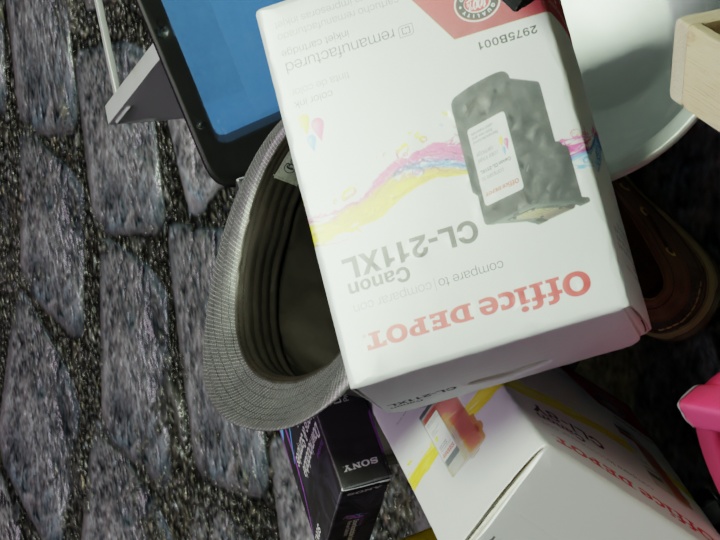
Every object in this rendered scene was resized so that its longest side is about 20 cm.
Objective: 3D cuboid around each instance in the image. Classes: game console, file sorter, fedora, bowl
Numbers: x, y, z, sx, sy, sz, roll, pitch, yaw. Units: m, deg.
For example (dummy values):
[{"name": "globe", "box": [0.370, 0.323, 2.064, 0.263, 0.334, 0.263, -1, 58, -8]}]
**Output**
[{"name": "game console", "box": [-0.027, -0.174, 1.473, 0.175, 0.116, 0.201, -18, 98, 37]}, {"name": "file sorter", "box": [-0.059, -0.180, 1.612, 0.139, 0.199, 0.125, -41, 59, 59]}, {"name": "fedora", "box": [0.000, 0.000, 1.396, 0.176, 0.090, 0.201, -8, 69, 51]}, {"name": "bowl", "box": [0.117, -0.133, 1.352, 0.200, 0.090, 0.202, -4, 80, 22]}]

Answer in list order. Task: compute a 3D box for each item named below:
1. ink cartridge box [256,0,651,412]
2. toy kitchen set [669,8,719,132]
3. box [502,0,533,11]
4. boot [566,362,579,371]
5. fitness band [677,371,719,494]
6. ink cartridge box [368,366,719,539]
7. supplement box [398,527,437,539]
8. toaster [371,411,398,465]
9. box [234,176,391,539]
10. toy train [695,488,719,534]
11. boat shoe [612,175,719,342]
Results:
[{"name": "ink cartridge box", "box": [0.047, -0.048, 1.264, 0.083, 0.145, 0.201, 41, -147, -74]}, {"name": "toy kitchen set", "box": [0.250, -0.146, 1.022, 0.163, 0.180, 0.201, 41, 137, 51]}, {"name": "box", "box": [0.130, -0.240, 1.198, 0.086, 0.200, 0.164, 44, 143, 8]}, {"name": "boot", "box": [0.106, -0.028, 1.488, 0.075, 0.097, 0.201, 24, 91, 63]}, {"name": "fitness band", "box": [0.223, 0.114, 1.238, 0.144, 0.037, 0.200, 56, 167, -14]}, {"name": "ink cartridge box", "box": [0.101, 0.114, 1.373, 0.084, 0.145, 0.200, -53, 23, 11]}, {"name": "supplement box", "box": [0.011, 0.236, 1.581, 0.110, 0.199, 0.109, 65, 151, 12]}, {"name": "toaster", "box": [0.024, 0.015, 1.595, 0.200, 0.118, 0.182, 41, 134, 52]}, {"name": "box", "box": [-0.033, 0.058, 1.510, 0.143, 0.036, 0.201, 102, 149, -66]}, {"name": "toy train", "box": [0.151, 0.154, 1.480, 0.200, 0.034, 0.046, -13, 99, 63]}, {"name": "boat shoe", "box": [0.110, -0.040, 1.388, 0.200, 0.068, 0.072, 42, 100, 23]}]
